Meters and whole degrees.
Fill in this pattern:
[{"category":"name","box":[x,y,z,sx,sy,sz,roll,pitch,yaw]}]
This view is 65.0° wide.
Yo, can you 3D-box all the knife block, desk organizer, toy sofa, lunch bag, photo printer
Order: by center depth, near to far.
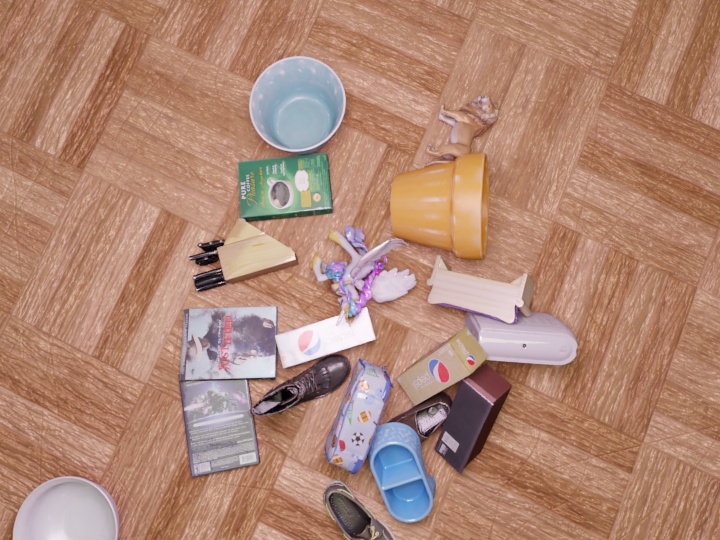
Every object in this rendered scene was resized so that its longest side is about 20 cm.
[{"category":"desk organizer","box":[0.213,0.282,1.076,0.071,0.204,0.076,36,41,30]},{"category":"lunch bag","box":[-0.004,0.269,1.081,0.074,0.160,0.204,23,87,-3]},{"category":"photo printer","box":[0.310,0.125,1.092,0.194,0.167,0.072,4,101,0]},{"category":"toy sofa","box":[0.232,0.045,1.103,0.196,0.083,0.100,12,79,30]},{"category":"knife block","box":[-0.248,-0.005,1.164,0.197,0.064,0.179,29,84,4]}]

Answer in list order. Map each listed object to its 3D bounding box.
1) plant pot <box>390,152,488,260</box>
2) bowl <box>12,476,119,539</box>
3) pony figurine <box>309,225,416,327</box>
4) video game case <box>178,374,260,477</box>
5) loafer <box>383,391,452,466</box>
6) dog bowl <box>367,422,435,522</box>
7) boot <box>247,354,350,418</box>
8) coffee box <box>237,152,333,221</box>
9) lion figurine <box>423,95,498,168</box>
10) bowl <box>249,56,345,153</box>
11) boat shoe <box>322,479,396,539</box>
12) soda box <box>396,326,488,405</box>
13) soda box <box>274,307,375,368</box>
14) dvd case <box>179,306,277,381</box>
[{"category":"plant pot","box":[0.158,-0.126,1.122,0.178,0.200,0.207,2,82,17]},{"category":"bowl","box":[-0.547,0.494,1.089,0.195,0.090,0.208,0,82,0]},{"category":"pony figurine","box":[0.000,0.000,1.112,0.190,0.168,0.201,-32,48,-4]},{"category":"video game case","box":[-0.287,0.300,1.147,0.139,0.019,0.206,-10,82,-1]},{"category":"loafer","box":[0.100,0.311,1.114,0.199,0.071,0.073,-41,84,-4]},{"category":"dog bowl","box":[0.078,0.390,1.077,0.109,0.050,0.205,-19,105,7]},{"category":"boot","box":[-0.108,0.225,1.076,0.196,0.174,0.070,-29,83,-3]},{"category":"coffee box","box":[-0.159,-0.175,1.194,0.194,0.044,0.127,-7,82,-1]},{"category":"lion figurine","box":[0.210,-0.280,1.182,0.119,0.073,0.205,19,76,4]},{"category":"bowl","box":[-0.126,-0.325,1.180,0.194,0.105,0.207,0,79,0]},{"category":"boat shoe","box":[0.001,0.499,1.096,0.072,0.060,0.202,-43,84,-5]},{"category":"soda box","box":[0.149,0.184,1.067,0.063,0.200,0.068,-31,80,-37]},{"category":"soda box","box":[-0.070,0.136,1.143,0.195,0.064,0.070,-17,82,-1]},{"category":"dvd case","box":[-0.267,0.149,1.155,0.194,0.022,0.150,-1,74,2]}]
